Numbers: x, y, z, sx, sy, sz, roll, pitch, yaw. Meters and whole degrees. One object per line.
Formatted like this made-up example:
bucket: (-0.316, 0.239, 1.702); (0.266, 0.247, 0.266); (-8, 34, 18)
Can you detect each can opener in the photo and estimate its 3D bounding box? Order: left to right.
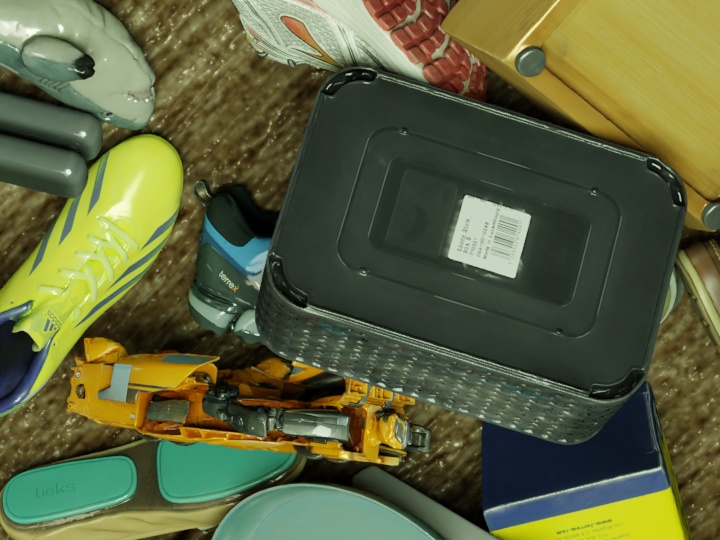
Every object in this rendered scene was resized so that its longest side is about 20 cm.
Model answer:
can opener: (-0.243, -0.081, 1.159); (0.198, 0.053, 0.067); (11, 152, 9)

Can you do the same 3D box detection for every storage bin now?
storage bin: (0.055, -0.006, 1.062); (0.199, 0.094, 0.136); (17, 70, 0)

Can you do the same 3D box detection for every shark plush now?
shark plush: (-0.212, -0.126, 1.135); (0.198, 0.091, 0.084); (5, 146, -5)

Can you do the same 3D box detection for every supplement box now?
supplement box: (0.150, 0.188, 1.228); (0.109, 0.109, 0.201); (-14, 113, 9)

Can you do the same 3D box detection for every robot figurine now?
robot figurine: (-0.059, 0.074, 1.153); (0.199, 0.145, 0.059); (3, 84, 30)

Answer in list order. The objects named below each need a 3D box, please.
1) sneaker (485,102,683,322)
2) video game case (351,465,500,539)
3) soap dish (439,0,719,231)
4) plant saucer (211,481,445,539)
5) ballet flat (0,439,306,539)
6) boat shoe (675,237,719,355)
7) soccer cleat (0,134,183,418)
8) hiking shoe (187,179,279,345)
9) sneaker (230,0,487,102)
sneaker: (0.103, -0.021, 1.148); (0.199, 0.089, 0.077); (35, 111, -11)
video game case: (0.073, 0.224, 1.212); (0.023, 0.200, 0.183); (-27, 114, -21)
soap dish: (0.166, -0.125, 1.081); (0.200, 0.081, 0.157); (35, 107, -25)
plant saucer: (0.001, 0.204, 1.183); (0.199, 0.027, 0.201); (14, 123, 23)
ballet flat: (-0.123, 0.135, 1.256); (0.198, 0.069, 0.063); (-10, 141, 10)
boat shoe: (0.253, 0.050, 1.186); (0.067, 0.072, 0.200); (-36, 114, 12)
soccer cleat: (-0.169, 0.010, 1.174); (0.065, 0.084, 0.200); (39, 100, -11)
hiking shoe: (0.000, 0.000, 1.172); (0.198, 0.074, 0.087); (4, 109, -2)
sneaker: (-0.014, -0.142, 1.096); (0.200, 0.078, 0.082); (39, 132, -10)
